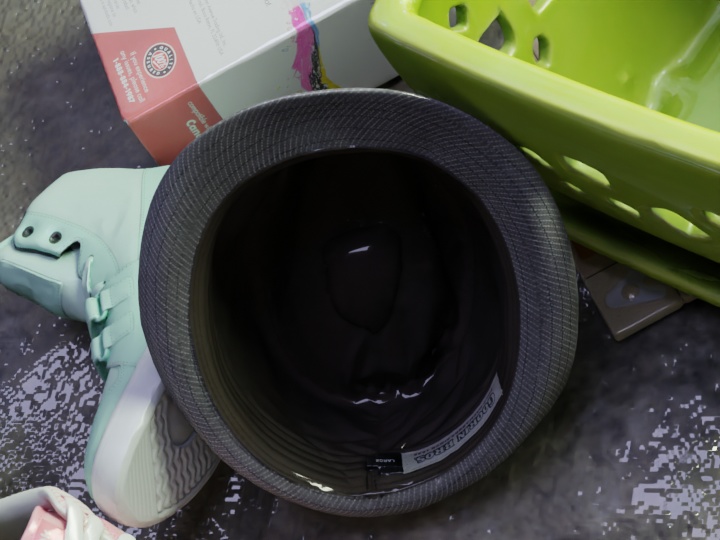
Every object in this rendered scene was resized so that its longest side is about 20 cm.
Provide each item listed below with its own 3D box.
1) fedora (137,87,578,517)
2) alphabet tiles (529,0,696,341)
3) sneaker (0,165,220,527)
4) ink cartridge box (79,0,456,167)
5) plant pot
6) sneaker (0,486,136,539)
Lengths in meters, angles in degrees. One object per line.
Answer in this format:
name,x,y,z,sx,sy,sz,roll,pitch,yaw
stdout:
fedora,0.000,0.000,1.113,0.176,0.200,0.090,-10,26,6
alphabet tiles,0.145,-0.082,1.201,0.167,0.008,0.200,-29,53,3
sneaker,-0.114,0.031,1.184,0.118,0.074,0.201,1,44,17
ink cartridge box,-0.026,-0.138,1.271,0.200,0.068,0.117,-27,53,6
plant pot,0.153,-0.094,1.087,0.199,0.182,0.200,25,72,32
sneaker,-0.090,0.147,1.093,0.200,0.105,0.075,12,63,27
